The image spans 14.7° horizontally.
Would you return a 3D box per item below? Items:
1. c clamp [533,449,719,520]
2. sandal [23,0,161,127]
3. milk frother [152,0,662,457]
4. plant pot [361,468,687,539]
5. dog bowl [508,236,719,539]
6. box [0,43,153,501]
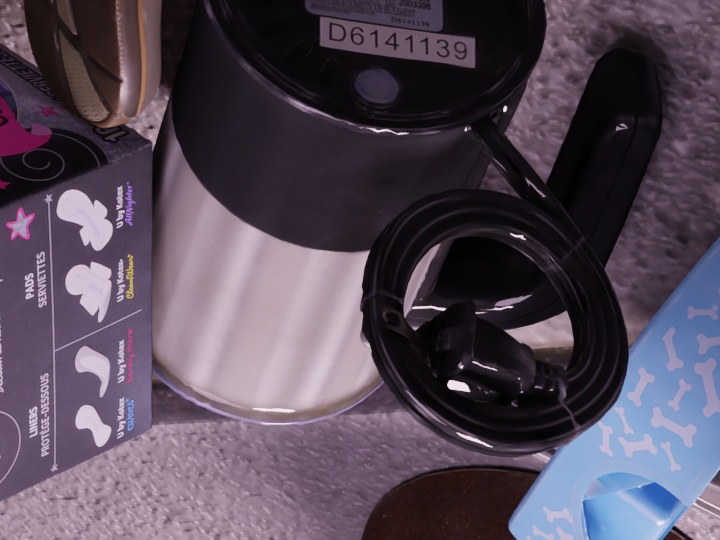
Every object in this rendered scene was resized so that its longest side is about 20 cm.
[{"bbox_3d":[0.146,0.052,1.070,0.171,0.027,0.200,27,142,-3],"label":"c clamp"},{"bbox_3d":[-0.071,-0.144,0.912,0.082,0.055,0.200,29,125,48],"label":"sandal"},{"bbox_3d":[0.000,0.000,0.954,0.180,0.200,0.188,21,143,0],"label":"milk frother"},{"bbox_3d":[0.053,0.220,1.183,0.187,0.200,0.187,16,142,13],"label":"plant pot"},{"bbox_3d":[0.112,0.050,0.981,0.050,0.111,0.200,40,146,8],"label":"dog bowl"},{"bbox_3d":[-0.179,-0.017,1.009,0.200,0.115,0.132,33,134,36],"label":"box"}]
